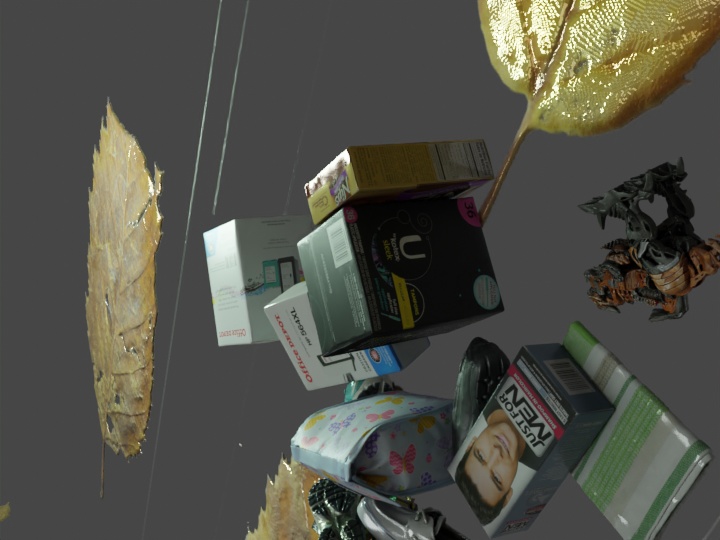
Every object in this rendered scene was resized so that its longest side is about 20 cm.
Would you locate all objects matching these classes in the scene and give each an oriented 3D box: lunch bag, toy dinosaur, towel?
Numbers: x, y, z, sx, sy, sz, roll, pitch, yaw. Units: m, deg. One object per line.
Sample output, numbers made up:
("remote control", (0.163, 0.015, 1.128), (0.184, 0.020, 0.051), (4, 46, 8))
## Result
("lunch bag", (0.025, 0.235, 1.083), (0.169, 0.198, 0.129), (-5, 91, 57))
("toy dinosaur", (0.280, -0.024, 0.753), (0.199, 0.102, 0.137), (-27, 88, 38))
("towel", (0.262, 0.169, 0.855), (0.200, 0.030, 0.150), (53, 135, 43))

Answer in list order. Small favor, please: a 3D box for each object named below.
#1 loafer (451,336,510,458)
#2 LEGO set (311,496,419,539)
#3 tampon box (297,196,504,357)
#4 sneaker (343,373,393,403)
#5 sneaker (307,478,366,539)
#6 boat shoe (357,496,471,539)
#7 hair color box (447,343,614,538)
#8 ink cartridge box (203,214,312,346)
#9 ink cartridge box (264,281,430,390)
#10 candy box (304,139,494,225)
("loafer", (0.146, 0.179, 1.010), (0.071, 0.067, 0.203), (-116, 26, -65))
("LEGO set", (0.025, 0.380, 1.229), (0.199, 0.115, 0.155), (6, 71, 54))
("tampon box", (0.049, 0.006, 1.002), (0.126, 0.198, 0.152), (-30, 72, 56))
("sneaker", (0.001, 0.218, 1.259), (0.080, 0.077, 0.201), (-105, 32, -51))
("sneaker", (-0.028, 0.362, 1.138), (0.200, 0.077, 0.087), (-96, -5, -66))
("boat shoe", (0.090, 0.344, 1.077), (0.199, 0.073, 0.066), (29, 110, 12))
("hair color box", (0.179, 0.187, 0.898), (0.099, 0.060, 0.201), (55, 134, 41))
("ink cartridge box", (-0.165, 0.019, 1.402), (0.146, 0.145, 0.203), (-12, 85, 58))
("ink cartridge box", (-0.022, 0.077, 1.160), (0.199, 0.084, 0.147), (-20, 101, 43))
("candy box", (0.047, -0.106, 0.984), (0.116, 0.198, 0.057), (-30, 71, 55))
